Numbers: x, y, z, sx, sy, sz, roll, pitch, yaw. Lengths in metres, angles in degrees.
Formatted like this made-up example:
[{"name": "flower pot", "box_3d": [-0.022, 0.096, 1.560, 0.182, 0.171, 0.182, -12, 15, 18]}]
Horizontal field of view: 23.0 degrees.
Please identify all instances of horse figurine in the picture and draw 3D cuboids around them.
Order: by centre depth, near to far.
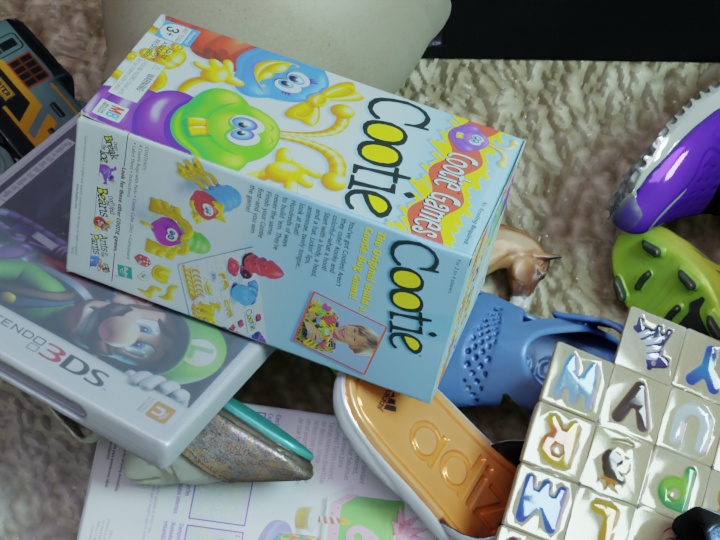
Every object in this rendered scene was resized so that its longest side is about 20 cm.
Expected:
[{"name": "horse figurine", "box_3d": [0.000, 0.000, 1.021, 0.200, 0.050, 0.133, 26, 77, 9]}]

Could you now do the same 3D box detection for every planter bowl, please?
[{"name": "planter bowl", "box_3d": [-0.066, -0.134, 1.013, 0.200, 0.200, 0.135, 24, 82, 12]}]

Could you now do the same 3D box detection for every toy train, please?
[{"name": "toy train", "box_3d": [-0.196, -0.059, 1.039, 0.114, 0.085, 0.200, -35, 69, -23]}]

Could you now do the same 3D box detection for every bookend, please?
[{"name": "bookend", "box_3d": [0.131, -0.208, 1.027, 0.200, 0.199, 0.092, 1, 68, 3]}]

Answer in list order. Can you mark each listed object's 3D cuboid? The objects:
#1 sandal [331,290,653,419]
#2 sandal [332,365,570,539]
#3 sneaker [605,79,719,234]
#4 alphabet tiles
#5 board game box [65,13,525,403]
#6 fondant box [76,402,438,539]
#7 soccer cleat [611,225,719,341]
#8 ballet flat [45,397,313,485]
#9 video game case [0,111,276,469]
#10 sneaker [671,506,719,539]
[{"name": "sandal", "box_3d": [0.078, 0.044, 0.953, 0.200, 0.087, 0.080, 9, 81, -9]}, {"name": "sandal", "box_3d": [0.071, 0.115, 0.910, 0.207, 0.059, 0.079, 43, 54, -19]}, {"name": "sneaker", "box_3d": [0.232, -0.062, 1.014, 0.200, 0.070, 0.100, -34, 78, -30]}, {"name": "alphabet tiles", "box_3d": [0.155, 0.126, 0.901, 0.166, 0.006, 0.200, 22, 72, -10]}, {"name": "board game box", "box_3d": [-0.034, -0.033, 0.893, 0.200, 0.105, 0.103, 20, 42, 8]}, {"name": "fondant box", "box_3d": [-0.049, 0.149, 0.952, 0.200, 0.058, 0.144, 7, 66, 6]}, {"name": "soccer cleat", "box_3d": [0.229, 0.040, 1.001, 0.200, 0.065, 0.084, 39, 41, 22]}, {"name": "ballet flat", "box_3d": [-0.115, 0.072, 0.932, 0.200, 0.068, 0.067, 33, 88, 22]}, {"name": "video game case", "box_3d": [-0.122, -0.002, 0.932, 0.182, 0.023, 0.200, 27, 44, 15]}, {"name": "sneaker", "box_3d": [0.200, 0.152, 0.863, 0.200, 0.079, 0.089, -15, 84, -19]}]
